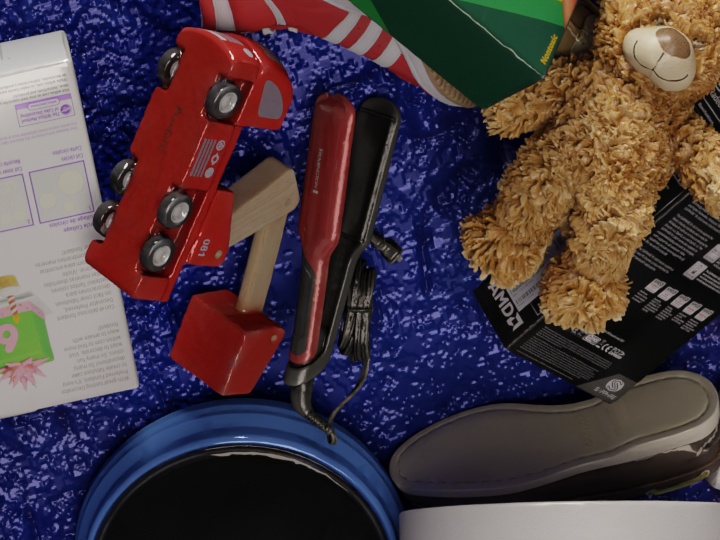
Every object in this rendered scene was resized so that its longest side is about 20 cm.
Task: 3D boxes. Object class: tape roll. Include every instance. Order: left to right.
[{"bbox_3d":[0.122,0.206,1.498,0.202,0.203,0.140,0,81,-11],"label":"tape roll"}]

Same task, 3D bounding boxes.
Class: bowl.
[{"bbox_3d":[-0.070,0.172,1.542,0.199,0.039,0.202,-1,117,-1],"label":"bowl"}]

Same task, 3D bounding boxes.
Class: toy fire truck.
[{"bbox_3d":[-0.077,-0.031,1.431,0.141,0.049,0.201,6,113,-53],"label":"toy fire truck"}]

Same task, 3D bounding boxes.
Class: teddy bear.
[{"bbox_3d":[0.131,-0.064,1.388,0.200,0.067,0.145,-44,74,17],"label":"teddy bear"}]

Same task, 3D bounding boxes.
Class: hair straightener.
[{"bbox_3d":[0.000,0.000,1.484,0.077,0.041,0.201,-1,99,-41],"label":"hair straightener"}]

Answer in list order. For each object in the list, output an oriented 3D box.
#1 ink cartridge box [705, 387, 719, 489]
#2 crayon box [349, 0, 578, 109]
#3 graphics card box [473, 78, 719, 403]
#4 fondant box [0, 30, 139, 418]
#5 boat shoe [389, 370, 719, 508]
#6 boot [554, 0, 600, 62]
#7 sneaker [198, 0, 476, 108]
[{"bbox_3d":[0.322,0.073,1.591,0.199,0.050,0.162,13,109,-14],"label":"ink cartridge box"},{"bbox_3d":[0.049,-0.214,1.343,0.172,0.201,0.058,38,145,-20],"label":"crayon box"},{"bbox_3d":[0.175,-0.016,1.474,0.200,0.051,0.125,-43,144,17],"label":"graphics card box"},{"bbox_3d":[-0.212,-0.018,1.443,0.144,0.058,0.201,-12,113,-6],"label":"fondant box"},{"bbox_3d":[0.119,0.114,1.554,0.199,0.072,0.060,-14,132,5],"label":"boat shoe"},{"bbox_3d":[0.165,-0.137,1.454,0.155,0.073,0.200,-30,118,7],"label":"boot"},{"bbox_3d":[-0.013,-0.144,1.425,0.200,0.112,0.072,36,60,-51],"label":"sneaker"}]
